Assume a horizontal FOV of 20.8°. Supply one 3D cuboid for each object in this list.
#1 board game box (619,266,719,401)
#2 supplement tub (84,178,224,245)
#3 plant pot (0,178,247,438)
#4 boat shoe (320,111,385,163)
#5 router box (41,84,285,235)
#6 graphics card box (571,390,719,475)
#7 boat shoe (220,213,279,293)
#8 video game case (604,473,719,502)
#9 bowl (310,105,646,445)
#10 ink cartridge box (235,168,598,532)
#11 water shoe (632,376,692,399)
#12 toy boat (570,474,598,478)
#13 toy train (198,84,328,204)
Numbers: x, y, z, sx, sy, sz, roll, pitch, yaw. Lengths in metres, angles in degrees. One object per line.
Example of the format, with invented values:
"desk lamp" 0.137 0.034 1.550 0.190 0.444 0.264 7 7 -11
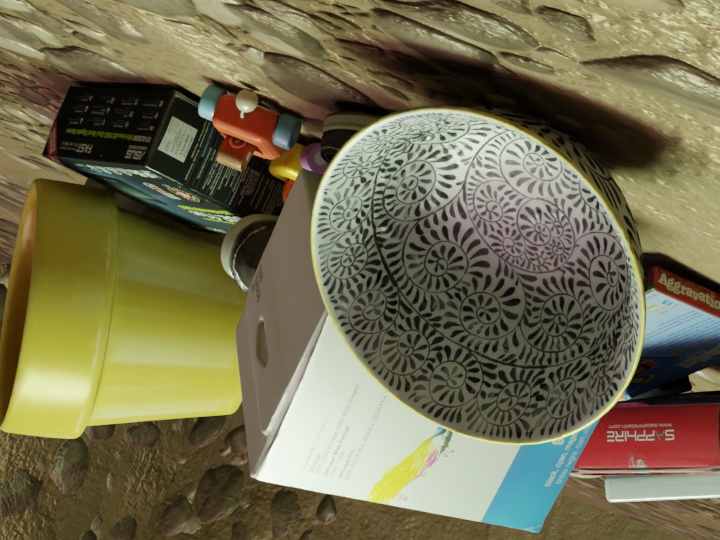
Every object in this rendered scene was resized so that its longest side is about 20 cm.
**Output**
"board game box" 0.182 0.051 1.354 0.102 0.020 0.200 23 152 -23
"supplement tub" -0.158 -0.010 1.725 0.198 0.146 0.145 24 172 -4
"plant pot" -0.185 0.039 1.575 0.187 0.203 0.201 8 176 -14
"boat shoe" 0.053 -0.042 1.184 0.199 0.067 0.072 20 175 28
"router box" -0.133 -0.079 1.486 0.149 0.063 0.199 26 172 -31
"graphics card box" 0.248 0.112 1.385 0.125 0.051 0.199 -6 176 40
"boat shoe" 0.000 0.000 1.426 0.199 0.072 0.061 2 -161 -27
"video game case" 0.300 0.147 1.471 0.198 0.024 0.182 -5 -179 21
"bowl" 0.080 -0.015 1.077 0.199 0.202 0.094 16 -145 24
"ink cartridge box" 0.037 0.051 1.244 0.198 0.145 0.148 12 -146 -19
"water shoe" 0.177 0.039 1.450 0.078 0.072 0.200 -20 142 29
"toy boat" 0.151 0.078 1.622 0.198 0.132 0.131 19 -158 15
"toy train" -0.018 -0.057 1.336 0.198 0.056 0.150 22 173 7
